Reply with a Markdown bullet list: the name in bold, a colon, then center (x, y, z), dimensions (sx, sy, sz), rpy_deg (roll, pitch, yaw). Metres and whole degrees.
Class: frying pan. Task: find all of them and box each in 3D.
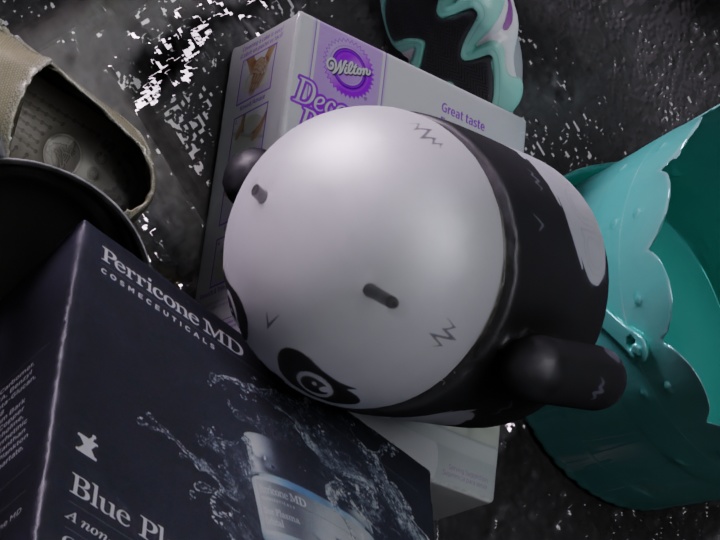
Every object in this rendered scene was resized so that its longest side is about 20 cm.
- **frying pan**: center (-0.158, -0.026, 0.854), dimensions (0.191, 0.114, 0.031), rpy_deg (57, 15, -29)

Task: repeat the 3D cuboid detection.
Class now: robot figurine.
- **robot figurine**: center (0.027, 0.003, 0.895), dimensions (0.200, 0.149, 0.126), rpy_deg (14, 68, -61)

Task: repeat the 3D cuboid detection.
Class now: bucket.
- **bucket**: center (0.178, 0.022, 1.097), dimensions (0.206, 0.134, 0.209), rpy_deg (14, 67, -36)

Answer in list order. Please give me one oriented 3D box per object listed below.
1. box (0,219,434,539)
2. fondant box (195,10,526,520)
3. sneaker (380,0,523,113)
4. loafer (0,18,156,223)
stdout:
- **box**: center (-0.074, 0.121, 0.823), dimensions (0.196, 0.117, 0.201), rpy_deg (37, 26, -24)
- **fondant box**: center (0.000, 0.000, 1.012), dimensions (0.143, 0.058, 0.202), rpy_deg (22, 61, -32)
- **sneaker**: center (0.066, -0.183, 1.113), dimensions (0.139, 0.077, 0.202), rpy_deg (-22, 90, -40)
- **loafer**: center (-0.161, -0.072, 0.887), dimensions (0.199, 0.068, 0.076), rpy_deg (23, 81, -32)
